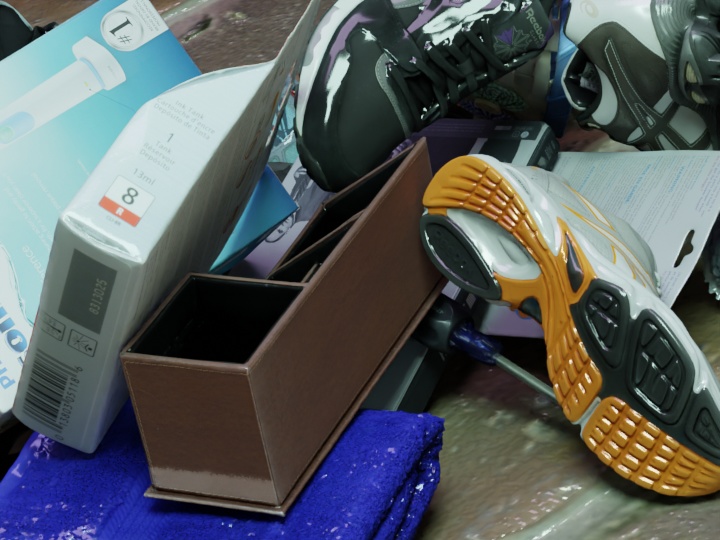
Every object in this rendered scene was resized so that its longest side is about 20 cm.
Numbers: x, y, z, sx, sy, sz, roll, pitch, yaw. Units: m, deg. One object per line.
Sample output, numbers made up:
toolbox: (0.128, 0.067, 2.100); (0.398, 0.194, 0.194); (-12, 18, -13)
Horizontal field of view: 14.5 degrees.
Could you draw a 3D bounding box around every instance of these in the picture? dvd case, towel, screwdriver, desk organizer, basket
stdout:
dvd case: (0.000, 0.000, 1.460); (0.150, 0.025, 0.201); (5, 53, 36)
towel: (-0.073, 0.107, 1.283); (0.199, 0.050, 0.148); (2, 41, 23)
screwdriver: (0.079, 0.048, 1.346); (0.199, 0.028, 0.029); (29, 35, 31)
desk organizer: (-0.030, 0.019, 1.297); (0.071, 0.077, 0.200); (5, 35, 26)
basket: (0.120, -0.144, 1.556); (0.198, 0.140, 0.176); (1, -8, 4)

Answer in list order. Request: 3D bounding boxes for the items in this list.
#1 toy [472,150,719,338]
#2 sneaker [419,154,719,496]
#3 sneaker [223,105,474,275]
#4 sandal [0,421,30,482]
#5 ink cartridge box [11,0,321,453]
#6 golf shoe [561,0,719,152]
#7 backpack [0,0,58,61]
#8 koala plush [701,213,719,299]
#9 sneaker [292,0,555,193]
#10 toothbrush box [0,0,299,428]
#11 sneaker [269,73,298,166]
toy: (0.111, -0.005, 1.442); (0.199, 0.047, 0.116); (6, 60, 49)
sneaker: (0.120, 0.017, 1.310); (0.092, 0.076, 0.200); (-9, 53, -50)
sneaker: (-0.020, -0.029, 1.579); (0.198, 0.060, 0.104); (-17, 26, 3)
sandal: (-0.167, 0.102, 1.392); (0.199, 0.043, 0.076); (-17, 25, -6)
ink cartridge box: (-0.087, -0.037, 1.295); (0.050, 0.163, 0.201); (25, 53, 3)
golf shoe: (0.154, -0.093, 1.456); (0.094, 0.200, 0.078); (4, 62, 14)
backpack: (-0.212, -0.027, 1.537); (0.150, 0.178, 0.200); (-29, 23, 23)
koala plush: (0.256, -0.058, 1.380); (0.200, 0.184, 0.177); (-47, 14, -8)
sneaker: (0.044, -0.119, 1.397); (0.087, 0.076, 0.200); (12, 57, 38)
toothbrush box: (-0.156, -0.027, 1.407); (0.200, 0.147, 0.085); (-37, -1, -31)
sneaker: (-0.111, -0.077, 1.679); (0.199, 0.096, 0.079); (-6, 25, 17)
